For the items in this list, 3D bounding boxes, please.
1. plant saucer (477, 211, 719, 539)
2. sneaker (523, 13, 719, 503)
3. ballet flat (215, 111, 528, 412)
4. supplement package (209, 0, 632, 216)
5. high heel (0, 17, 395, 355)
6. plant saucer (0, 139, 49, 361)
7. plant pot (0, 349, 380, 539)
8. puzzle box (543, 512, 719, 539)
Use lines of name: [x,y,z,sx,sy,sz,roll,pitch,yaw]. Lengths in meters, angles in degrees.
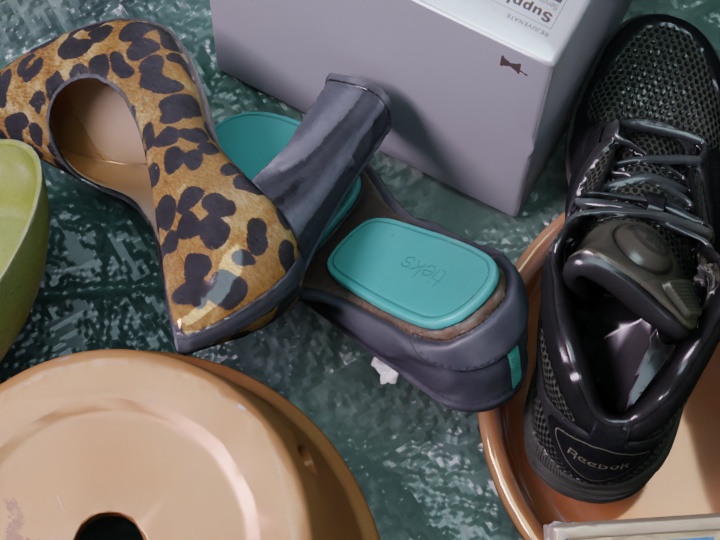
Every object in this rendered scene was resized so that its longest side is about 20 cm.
plant saucer: [0.145,0.056,0.792,0.199,0.037,0.201,0,71,-1]
sneaker: [0.110,-0.020,0.740,0.076,0.114,0.200,16,69,2]
ballet flat: [0.000,0.000,0.780,0.073,0.073,0.200,-41,40,-14]
supplement package: [0.049,-0.162,0.802,0.150,0.152,0.201,27,72,8]
high heel: [-0.100,-0.031,0.759,0.199,0.072,0.143,7,44,27]
plant saucer: [-0.187,0.032,0.734,0.200,0.200,0.031,-50,119,-16]
plant pot: [-0.084,0.114,0.711,0.199,0.140,0.201,1,72,-2]
puzzle box: [0.139,0.189,0.727,0.132,0.025,0.201,-4,86,-2]
